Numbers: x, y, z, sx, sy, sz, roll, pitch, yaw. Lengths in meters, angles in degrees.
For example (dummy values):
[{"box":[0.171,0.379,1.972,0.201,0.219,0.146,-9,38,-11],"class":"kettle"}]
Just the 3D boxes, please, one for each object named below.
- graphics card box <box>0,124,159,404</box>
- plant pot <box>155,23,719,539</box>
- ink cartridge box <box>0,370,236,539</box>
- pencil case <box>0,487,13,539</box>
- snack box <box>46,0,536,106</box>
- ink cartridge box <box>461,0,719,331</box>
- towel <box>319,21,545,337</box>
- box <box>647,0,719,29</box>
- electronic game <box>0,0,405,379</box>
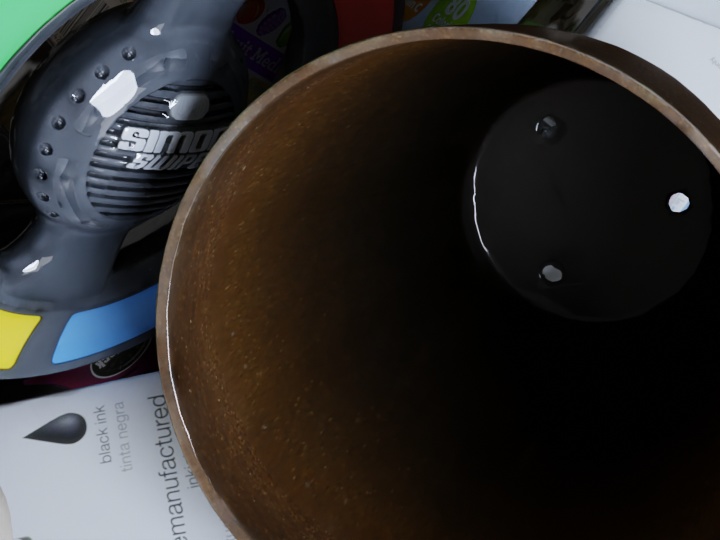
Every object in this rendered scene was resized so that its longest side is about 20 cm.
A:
[{"box":[-0.133,0.041,0.861,0.125,0.051,0.200,-41,152,-6],"class":"graphics card box"},{"box":[0.056,0.000,0.743,0.187,0.187,0.200,-55,175,21],"class":"plant pot"},{"box":[-0.115,0.125,0.758,0.199,0.145,0.084,-12,152,0],"class":"ink cartridge box"},{"box":[-0.161,0.050,0.639,0.078,0.090,0.200,-32,153,-4],"class":"pencil case"},{"box":[0.003,-0.126,0.794,0.200,0.068,0.169,-50,152,9],"class":"snack box"},{"box":[0.116,-0.017,0.936,0.200,0.145,0.147,-51,-178,-9],"class":"ink cartridge box"},{"box":[0.000,0.000,0.894,0.200,0.031,0.149,-51,-178,-42],"class":"towel"},{"box":[0.161,-0.156,0.735,0.152,0.107,0.200,-31,161,26],"class":"box"},{"box":[-0.068,-0.045,0.700,0.200,0.042,0.200,-30,147,-21],"class":"electronic game"}]
